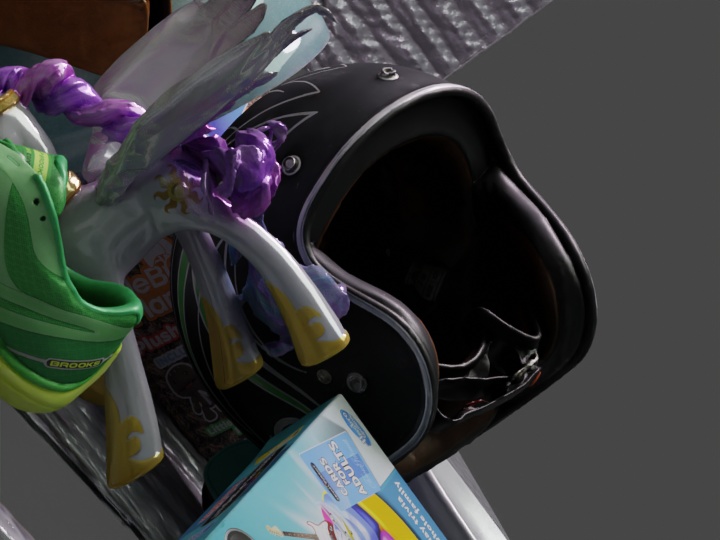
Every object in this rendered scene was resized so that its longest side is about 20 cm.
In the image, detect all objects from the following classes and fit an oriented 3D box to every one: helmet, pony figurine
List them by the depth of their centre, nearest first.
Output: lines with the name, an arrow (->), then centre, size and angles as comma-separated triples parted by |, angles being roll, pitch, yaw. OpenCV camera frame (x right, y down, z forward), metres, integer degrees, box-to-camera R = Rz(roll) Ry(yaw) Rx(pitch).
pony figurine -> -0.089, -0.036, 1.131 | 0.200, 0.193, 0.167 | 60, -8, -14
helmet -> 0.000, 0.000, 1.276 | 0.191, 0.200, 0.200 | 56, 4, 10

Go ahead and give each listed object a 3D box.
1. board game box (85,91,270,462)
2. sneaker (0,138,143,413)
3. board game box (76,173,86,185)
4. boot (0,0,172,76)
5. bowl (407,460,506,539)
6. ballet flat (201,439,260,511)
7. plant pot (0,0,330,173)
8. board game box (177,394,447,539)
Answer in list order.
board game box -> -0.062, 0.008, 1.453 | 0.200, 0.097, 0.159 | 52, 26, -18
sneaker -> -0.162, -0.033, 1.046 | 0.200, 0.084, 0.074 | 51, 5, -26
board game box -> -0.149, -0.038, 1.586 | 0.199, 0.043, 0.200 | 54, 3, -17
boot -> -0.187, -0.180, 1.221 | 0.200, 0.068, 0.188 | 13, -58, 34
bowl -> 0.049, 0.193, 1.584 | 0.201, 0.090, 0.201 | 53, 3, -4
ballet flat -> -0.020, 0.157, 1.265 | 0.200, 0.068, 0.068 | 59, -7, 53
plant pot -> -0.132, -0.147, 1.357 | 0.200, 0.200, 0.134 | -115, -177, -73
board game box -> -0.008, 0.153, 1.098 | 0.151, 0.047, 0.200 | 53, 22, -3
